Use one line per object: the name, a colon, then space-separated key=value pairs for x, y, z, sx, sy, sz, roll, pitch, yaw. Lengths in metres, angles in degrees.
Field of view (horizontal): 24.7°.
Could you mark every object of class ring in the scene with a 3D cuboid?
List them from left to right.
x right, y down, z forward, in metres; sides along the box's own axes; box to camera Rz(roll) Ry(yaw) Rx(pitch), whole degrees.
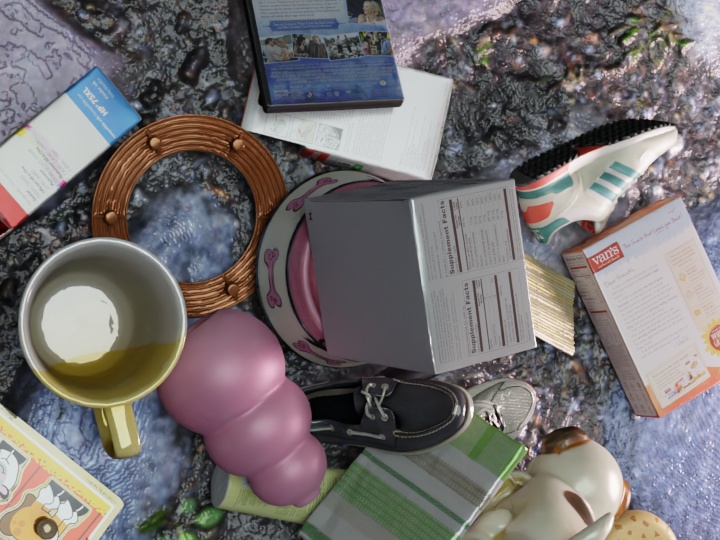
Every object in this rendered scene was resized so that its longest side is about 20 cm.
ring: x=-0.163 y=-0.051 z=1.601 sx=0.200 sy=0.019 sz=0.201 roll=-3 pitch=99 yaw=-20

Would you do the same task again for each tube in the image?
tube: x=-0.049 y=0.225 z=1.633 sx=0.200 sy=0.052 sz=0.058 roll=11 pitch=124 yaw=-24

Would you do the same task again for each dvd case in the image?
dvd case: x=-0.044 y=-0.248 z=1.634 sx=0.142 sy=0.018 sz=0.200 roll=-5 pitch=67 yaw=-17

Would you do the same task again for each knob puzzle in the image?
knob puzzle: x=-0.349 y=0.244 z=1.536 sx=0.219 sy=0.030 sz=0.220 roll=1 pitch=87 yaw=-19

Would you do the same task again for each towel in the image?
towel: x=0.051 y=0.216 z=1.577 sx=0.200 sy=0.149 sz=0.031 roll=-50 pitch=142 yaw=-9

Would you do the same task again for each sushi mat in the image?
sushi mat: x=0.152 y=0.011 z=1.673 sx=0.200 sy=0.012 sz=0.096 roll=28 pitch=51 yaw=-36

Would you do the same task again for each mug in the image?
mug: x=-0.254 y=0.066 z=1.513 sx=0.149 sy=0.153 sz=0.187 roll=19 pitch=82 yaw=-17

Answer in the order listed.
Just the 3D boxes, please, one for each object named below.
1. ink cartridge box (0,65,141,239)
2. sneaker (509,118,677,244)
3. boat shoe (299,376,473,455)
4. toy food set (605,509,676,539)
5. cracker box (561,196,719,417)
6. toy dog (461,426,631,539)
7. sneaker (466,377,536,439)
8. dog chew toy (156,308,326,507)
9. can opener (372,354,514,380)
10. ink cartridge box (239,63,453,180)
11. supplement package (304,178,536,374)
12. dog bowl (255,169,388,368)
ink cartridge box: x=-0.307 y=-0.096 z=1.523 sx=0.200 sy=0.116 sz=0.067 roll=-43 pitch=101 yaw=-17
sneaker: x=0.254 y=-0.094 z=1.748 sx=0.199 sy=0.070 sz=0.094 roll=-24 pitch=111 yaw=-20
boat shoe: x=0.011 y=0.137 z=1.579 sx=0.063 sy=0.200 sz=0.073 roll=25 pitch=65 yaw=-54
toy food set: x=0.268 y=0.367 z=1.729 sx=0.200 sy=0.049 sz=0.198 roll=-25 pitch=95 yaw=-19
cracker box: x=0.318 y=0.039 z=1.759 sx=0.134 sy=0.058 sz=0.200 roll=-27 pitch=97 yaw=-19
toy dog: x=0.189 y=0.243 z=1.646 sx=0.140 sy=0.194 sz=0.200 roll=42 pitch=41 yaw=1
sneaker: x=0.110 y=0.181 z=1.661 sx=0.200 sy=0.082 sz=0.078 roll=-39 pitch=107 yaw=-26
dog chew toy: x=-0.104 y=0.137 z=1.550 sx=0.124 sy=0.125 sz=0.200 roll=-36 pitch=96 yaw=-17
can opener: x=0.092 y=0.081 z=1.677 sx=0.200 sy=0.063 sz=0.079 roll=-28 pitch=75 yaw=-21
ink cartridge box: x=-0.016 y=-0.162 z=1.657 sx=0.200 sy=0.050 sz=0.109 roll=14 pitch=83 yaw=-8
supplement package: x=0.051 y=0.001 z=1.498 sx=0.111 sy=0.200 sz=0.156 roll=-12 pitch=98 yaw=-28
dog bowl: x=0.000 y=0.000 z=1.626 sx=0.200 sy=0.074 sz=0.201 roll=-1 pitch=92 yaw=-28
